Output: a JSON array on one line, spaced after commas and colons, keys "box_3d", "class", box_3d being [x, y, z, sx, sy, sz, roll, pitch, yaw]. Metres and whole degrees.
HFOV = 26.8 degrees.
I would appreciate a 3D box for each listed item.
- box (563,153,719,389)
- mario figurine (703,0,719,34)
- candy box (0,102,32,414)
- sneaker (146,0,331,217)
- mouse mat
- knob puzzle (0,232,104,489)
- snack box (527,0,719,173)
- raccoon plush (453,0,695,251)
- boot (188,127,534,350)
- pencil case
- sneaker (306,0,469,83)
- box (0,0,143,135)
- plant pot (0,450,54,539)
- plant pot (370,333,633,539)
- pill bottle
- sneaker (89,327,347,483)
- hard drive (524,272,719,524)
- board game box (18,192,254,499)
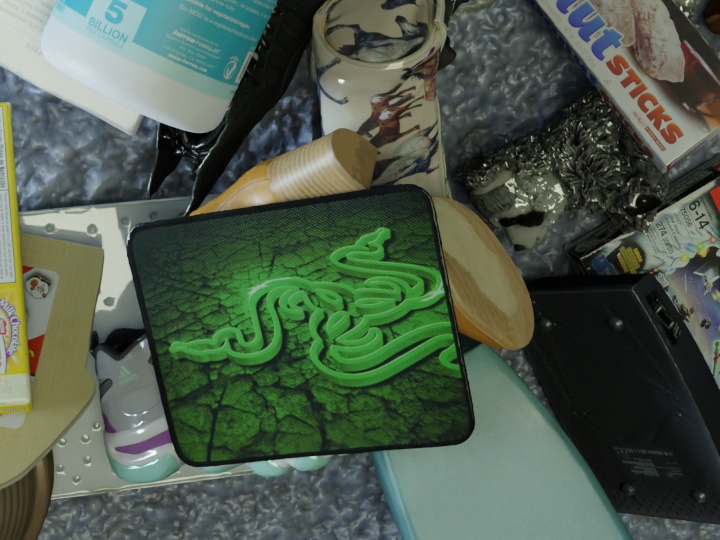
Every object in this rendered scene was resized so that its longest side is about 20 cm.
[{"box_3d": [0.252, 0.035, 1.104, 0.136, 0.040, 0.201, -31, 109, -4], "class": "box"}, {"box_3d": [0.334, -0.140, 1.070, 0.200, 0.106, 0.123, 42, 130, -9], "class": "mario figurine"}, {"box_3d": [-0.259, -0.007, 0.929, 0.102, 0.026, 0.201, -4, 69, -13], "class": "candy box"}, {"box_3d": [-0.076, -0.129, 0.928, 0.060, 0.104, 0.200, 33, 135, 9], "class": "sneaker"}, {"box_3d": [-0.038, 0.037, 0.908, 0.199, 0.008, 0.162, -8, 104, 17], "class": "mouse mat"}, {"box_3d": [-0.262, 0.064, 0.932, 0.218, 0.030, 0.221, 4, 63, -8], "class": "knob puzzle"}, {"box_3d": [0.166, -0.164, 0.989, 0.072, 0.024, 0.200, -36, 79, -1], "class": "snack box"}, {"box_3d": [0.142, -0.110, 1.035, 0.133, 0.097, 0.201, 12, 77, -4], "class": "raccoon plush"}, {"box_3d": [-0.001, 0.000, 0.956, 0.201, 0.071, 0.144, 40, 135, -23], "class": "boot"}, {"box_3d": [0.019, -0.087, 0.957, 0.089, 0.078, 0.201, -6, 137, 0], "class": "pencil case"}, {"box_3d": [0.023, -0.218, 0.962, 0.110, 0.077, 0.201, -1, 110, -6], "class": "sneaker"}, {"box_3d": [-0.150, -0.205, 0.919, 0.124, 0.097, 0.201, 27, 97, -18], "class": "box"}, {"box_3d": [-0.302, 0.143, 0.970, 0.199, 0.093, 0.202, -1, 105, -3], "class": "plant pot"}, {"box_3d": [0.083, 0.149, 1.051, 0.141, 0.141, 0.201, -30, 100, -3], "class": "plant pot"}, {"box_3d": [-0.088, -0.186, 0.828, 0.110, 0.111, 0.201, 23, 98, -17], "class": "pill bottle"}, {"box_3d": [-0.085, 0.057, 0.965, 0.199, 0.078, 0.141, -9, 107, 12], "class": "sneaker"}, {"box_3d": [0.193, 0.088, 1.063, 0.042, 0.135, 0.201, -42, 113, -33], "class": "hard drive"}, {"box_3d": [-0.134, 0.048, 1.030, 0.199, 0.026, 0.201, -6, 106, -10], "class": "board game box"}]
